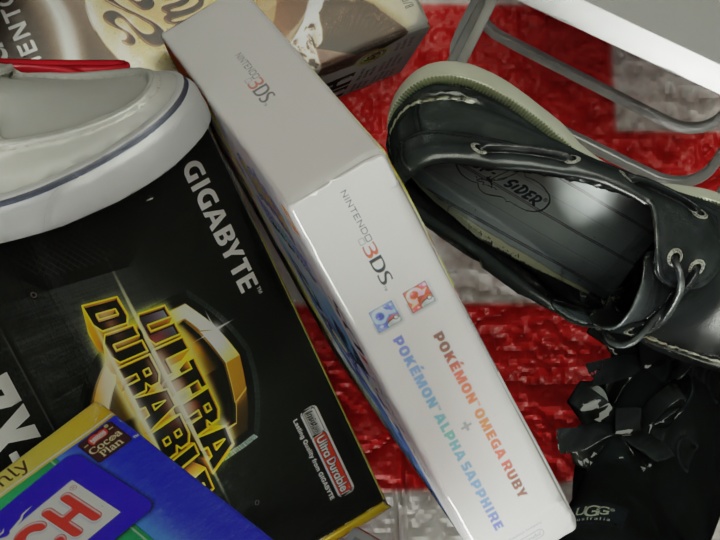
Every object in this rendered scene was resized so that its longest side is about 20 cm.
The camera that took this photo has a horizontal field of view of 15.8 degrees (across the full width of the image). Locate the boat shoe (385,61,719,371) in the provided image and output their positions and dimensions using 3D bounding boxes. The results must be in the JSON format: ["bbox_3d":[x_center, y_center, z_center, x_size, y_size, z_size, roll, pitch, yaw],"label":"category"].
[{"bbox_3d":[0.095,-0.006,0.991,0.199,0.075,0.066,35,32,-11],"label":"boat shoe"}]

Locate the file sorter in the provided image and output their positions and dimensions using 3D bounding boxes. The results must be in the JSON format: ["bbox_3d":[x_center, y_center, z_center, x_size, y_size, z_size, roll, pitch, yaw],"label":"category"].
[{"bbox_3d":[0.113,-0.101,1.086,0.139,0.125,0.200,25,37,-2],"label":"file sorter"}]

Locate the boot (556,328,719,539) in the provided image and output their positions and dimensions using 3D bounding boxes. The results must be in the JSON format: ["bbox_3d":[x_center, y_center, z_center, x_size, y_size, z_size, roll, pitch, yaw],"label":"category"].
[{"bbox_3d":[0.124,0.125,1.091,0.073,0.199,0.163,3,43,21],"label":"boot"}]

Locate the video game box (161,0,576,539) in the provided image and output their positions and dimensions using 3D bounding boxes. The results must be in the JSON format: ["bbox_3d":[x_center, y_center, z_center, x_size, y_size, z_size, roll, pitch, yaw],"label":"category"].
[{"bbox_3d":[0.000,0.000,1.018,0.047,0.200,0.182,-28,118,-5],"label":"video game box"}]

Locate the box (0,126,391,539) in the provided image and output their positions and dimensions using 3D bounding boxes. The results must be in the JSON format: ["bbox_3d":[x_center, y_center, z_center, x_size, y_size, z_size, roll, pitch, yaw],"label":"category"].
[{"bbox_3d":[-0.098,0.051,1.057,0.159,0.049,0.200,-29,115,-11],"label":"box"}]

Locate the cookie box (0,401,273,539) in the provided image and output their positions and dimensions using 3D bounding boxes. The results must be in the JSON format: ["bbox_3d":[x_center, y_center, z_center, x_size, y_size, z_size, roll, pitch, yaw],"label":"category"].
[{"bbox_3d":[-0.095,0.160,0.933,0.171,0.075,0.200,-38,44,-20],"label":"cookie box"}]

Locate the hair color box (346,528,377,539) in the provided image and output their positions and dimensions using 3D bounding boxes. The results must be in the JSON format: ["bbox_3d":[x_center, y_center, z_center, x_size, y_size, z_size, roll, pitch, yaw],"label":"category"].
[{"bbox_3d":[-0.026,0.206,1.025,0.064,0.111,0.200,40,83,-13],"label":"hair color box"}]

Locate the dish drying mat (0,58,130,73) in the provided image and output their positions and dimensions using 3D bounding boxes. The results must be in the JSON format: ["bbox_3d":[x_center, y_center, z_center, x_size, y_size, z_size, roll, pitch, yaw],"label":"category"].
[{"bbox_3d":[-0.137,0.011,1.068,0.077,0.018,0.200,0,108,-20],"label":"dish drying mat"}]

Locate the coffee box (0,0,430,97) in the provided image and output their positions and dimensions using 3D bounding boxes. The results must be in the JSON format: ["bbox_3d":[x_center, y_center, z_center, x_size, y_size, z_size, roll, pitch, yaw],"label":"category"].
[{"bbox_3d":[-0.087,-0.109,1.125,0.200,0.080,0.113,-24,84,-12],"label":"coffee box"}]

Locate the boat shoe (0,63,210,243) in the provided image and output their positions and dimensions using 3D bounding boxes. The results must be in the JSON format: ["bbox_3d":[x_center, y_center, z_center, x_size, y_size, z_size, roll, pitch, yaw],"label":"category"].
[{"bbox_3d":[-0.159,-0.052,0.994,0.200,0.072,0.066,-11,122,17],"label":"boat shoe"}]
